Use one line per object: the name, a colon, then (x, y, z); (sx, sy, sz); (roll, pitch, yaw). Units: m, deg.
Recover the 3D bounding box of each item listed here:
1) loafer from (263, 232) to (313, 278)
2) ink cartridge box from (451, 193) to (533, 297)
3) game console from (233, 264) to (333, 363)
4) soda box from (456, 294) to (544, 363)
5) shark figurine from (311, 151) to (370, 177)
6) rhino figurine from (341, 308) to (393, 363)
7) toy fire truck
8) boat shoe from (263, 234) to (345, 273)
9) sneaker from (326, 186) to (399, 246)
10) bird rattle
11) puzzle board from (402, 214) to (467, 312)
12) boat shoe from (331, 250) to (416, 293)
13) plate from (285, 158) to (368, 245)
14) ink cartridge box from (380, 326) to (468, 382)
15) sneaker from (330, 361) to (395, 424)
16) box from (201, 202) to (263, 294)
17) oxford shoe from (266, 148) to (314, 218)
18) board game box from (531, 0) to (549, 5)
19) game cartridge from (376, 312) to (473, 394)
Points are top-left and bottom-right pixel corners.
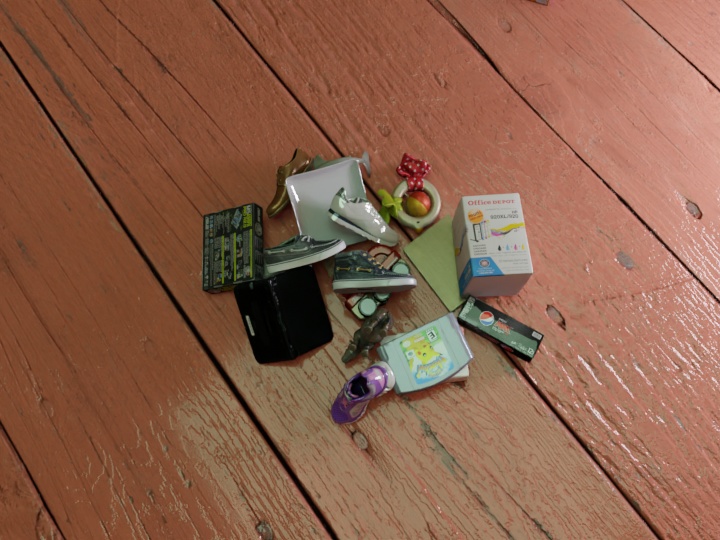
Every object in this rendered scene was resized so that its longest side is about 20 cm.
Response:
loafer: (-0.196, -0.036, 1.729); (0.198, 0.070, 0.070); (-35, 71, -6)
ink cartridge box: (0.305, -0.058, 1.636); (0.144, 0.145, 0.204); (-3, 68, -4)
game console: (-0.185, 0.104, 1.671); (0.173, 0.116, 0.204); (-11, 102, 30)
soda box: (0.325, 0.137, 1.629); (0.198, 0.071, 0.064); (30, 79, 13)
shark figurine: (-0.072, -0.267, 1.763); (0.212, 0.129, 0.090); (-30, 60, -5)
rhino figurine: (0.011, 0.160, 1.611); (0.060, 0.200, 0.088); (39, 40, -3)
toy fire truck: (0.000, 0.000, 1.687); (0.200, 0.129, 0.176); (45, 81, 5)
boat shoe: (-0.134, -0.052, 1.636); (0.196, 0.072, 0.069); (-14, 101, 11)
sneaker: (0.017, -0.125, 1.680); (0.197, 0.076, 0.082); (25, 97, -22)
bird rattle: (0.128, -0.183, 1.750); (0.162, 0.113, 0.201); (40, 67, 3)
puzzle board: (0.220, -0.019, 1.715); (0.150, 0.017, 0.201); (-35, 74, -7)
boat shoe: (0.031, 0.000, 1.591); (0.196, 0.071, 0.093); (-1, 76, 8)
plate: (-0.075, -0.153, 1.706); (0.196, 0.032, 0.204); (-19, 99, -21)
ink cartridge box: (0.148, 0.205, 1.628); (0.195, 0.068, 0.119); (-6, 73, 2)
sneaker: (-0.013, 0.281, 1.571); (0.200, 0.088, 0.081); (-47, 67, 31)
box: (-0.319, -0.054, 1.734); (0.157, 0.044, 0.204); (-11, 71, 22)
oxford shoe: (-0.194, -0.223, 1.774); (0.071, 0.071, 0.202); (37, 69, -24)
board game box: (0.454, -0.878, 1.851); (0.196, 0.200, 0.203); (20, 76, 10)
game cartridge: (0.150, 0.196, 1.577); (0.197, 0.041, 0.135); (-25, 77, -3)
